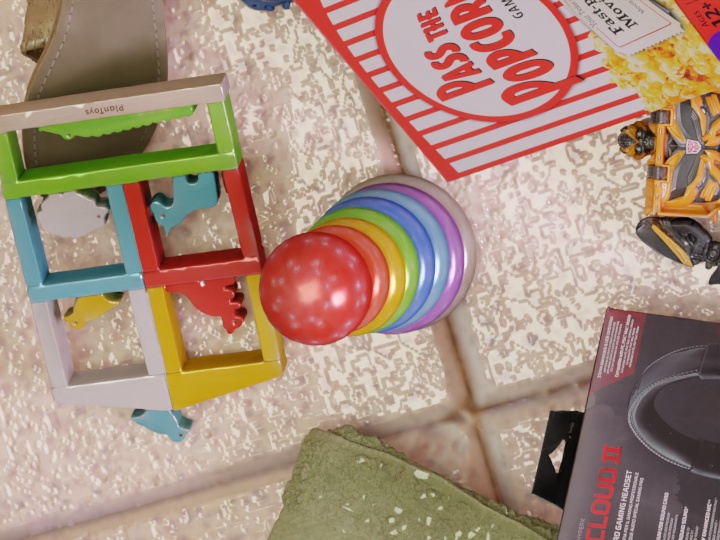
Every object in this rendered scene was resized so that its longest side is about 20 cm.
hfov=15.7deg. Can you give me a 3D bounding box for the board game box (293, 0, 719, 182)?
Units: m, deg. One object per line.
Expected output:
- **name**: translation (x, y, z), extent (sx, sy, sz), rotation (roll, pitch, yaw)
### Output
- **board game box**: translation (0.084, -0.134, 1.280), extent (0.200, 0.046, 0.152), rotation (-19, 127, 36)

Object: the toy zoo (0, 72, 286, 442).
- **toy zoo**: translation (-0.116, -0.001, 1.401), extent (0.131, 0.020, 0.201), rotation (-8, 112, 10)

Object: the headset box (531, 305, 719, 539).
- **headset box**: translation (0.188, 0.107, 1.299), extent (0.199, 0.077, 0.149), rotation (9, 57, 12)

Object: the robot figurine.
- **robot figurine**: translation (0.228, -0.062, 1.316), extent (0.199, 0.058, 0.146), rotation (3, 96, 13)

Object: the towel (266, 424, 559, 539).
- **towel**: translation (0.031, 0.179, 1.369), extent (0.200, 0.036, 0.149), rotation (23, 86, 23)

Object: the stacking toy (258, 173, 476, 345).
- **stacking toy**: translation (0.000, 0.000, 1.305), extent (0.085, 0.200, 0.086), rotation (1, 96, 13)

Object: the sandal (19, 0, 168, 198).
- **sandal**: translation (-0.144, -0.142, 1.396), extent (0.077, 0.070, 0.212), rotation (-3, 128, -20)

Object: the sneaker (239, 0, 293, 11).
- **sneaker**: translation (-0.023, -0.173, 1.369), extent (0.199, 0.076, 0.077), rotation (22, 125, 9)
